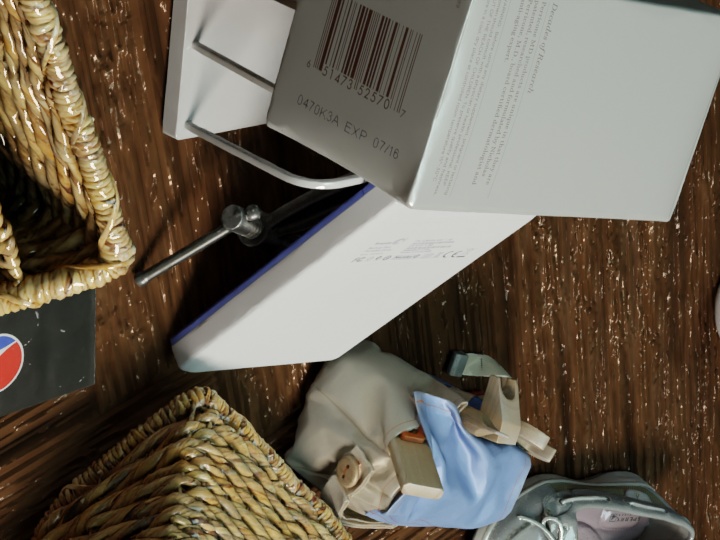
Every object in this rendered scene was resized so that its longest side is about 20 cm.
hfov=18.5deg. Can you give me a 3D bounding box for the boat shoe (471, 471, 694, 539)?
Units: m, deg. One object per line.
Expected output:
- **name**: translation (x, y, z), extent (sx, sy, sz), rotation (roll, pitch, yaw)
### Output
- **boat shoe**: translation (0.157, 0.190, 1.580), extent (0.201, 0.065, 0.075), rotation (-2, 113, -45)

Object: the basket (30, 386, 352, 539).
- **basket**: translation (-0.104, 0.189, 1.287), extent (0.200, 0.142, 0.150), rotation (49, 35, -42)

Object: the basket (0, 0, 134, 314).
- **basket**: translation (-0.216, -0.064, 0.982), extent (0.142, 0.149, 0.201), rotation (-36, 134, -26)

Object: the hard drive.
- **hard drive**: translation (0.000, 0.000, 1.248), extent (0.131, 0.026, 0.200), rotation (-3, 155, -45)

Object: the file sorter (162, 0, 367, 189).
- **file sorter**: translation (-0.008, -0.157, 1.174), extent (0.138, 0.124, 0.201), rotation (-14, 121, -40)

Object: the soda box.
- **soda box**: translation (-0.230, 0.044, 1.104), extent (0.199, 0.063, 0.071), rotation (-18, 124, -38)

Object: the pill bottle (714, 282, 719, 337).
- **pill bottle**: translation (0.358, 0.056, 1.677), extent (0.200, 0.112, 0.113), rotation (32, 87, -50)

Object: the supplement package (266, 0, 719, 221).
- **supplement package**: translation (0.073, -0.100, 1.104), extent (0.199, 0.117, 0.118), rotation (1, 111, -44)

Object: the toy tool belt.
- **toy tool belt**: translation (0.058, 0.118, 1.394), extent (0.199, 0.123, 0.126), rotation (8, 106, -48)

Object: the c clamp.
- **c clamp**: translation (-0.009, -0.021, 1.279), extent (0.170, 0.027, 0.200), rotation (-28, 156, 26)
